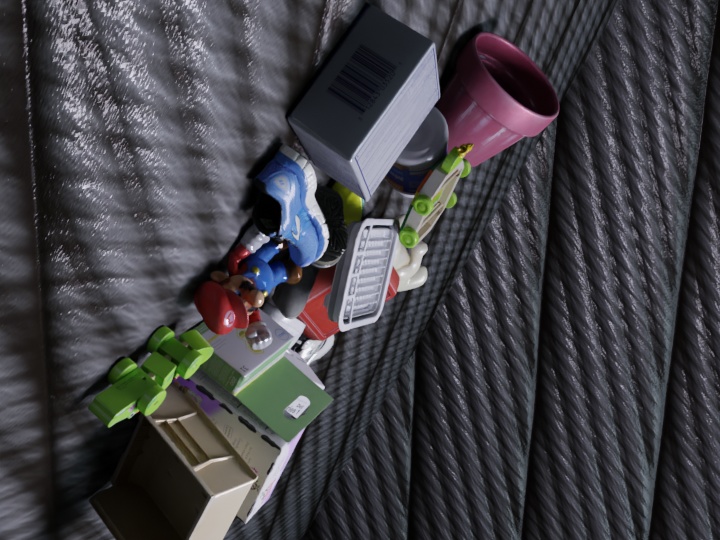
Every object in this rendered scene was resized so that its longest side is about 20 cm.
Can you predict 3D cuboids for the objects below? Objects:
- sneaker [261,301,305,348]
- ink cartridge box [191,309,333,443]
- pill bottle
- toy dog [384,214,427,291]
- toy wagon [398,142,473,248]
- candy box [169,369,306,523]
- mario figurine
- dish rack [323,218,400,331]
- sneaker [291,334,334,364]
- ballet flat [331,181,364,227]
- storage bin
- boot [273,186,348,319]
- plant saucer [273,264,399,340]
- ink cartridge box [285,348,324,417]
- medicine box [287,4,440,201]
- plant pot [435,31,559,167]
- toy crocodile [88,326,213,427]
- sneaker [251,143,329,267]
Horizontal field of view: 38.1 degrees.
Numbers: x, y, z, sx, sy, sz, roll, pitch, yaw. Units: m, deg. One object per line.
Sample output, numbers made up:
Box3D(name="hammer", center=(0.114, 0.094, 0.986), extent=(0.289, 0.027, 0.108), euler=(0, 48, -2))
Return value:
Box3D(name="sneaker", center=(-0.148, 0.122, 1.711), extent=(0.116, 0.073, 0.200), euler=(-57, 170, -10))
Box3D(name="ink cartridge box", center=(-0.136, 0.135, 1.471), extent=(0.048, 0.199, 0.145), euler=(-59, 168, 31))
Box3D(name="pill bottle", center=(0.087, -0.190, 1.715), extent=(0.112, 0.112, 0.200), euler=(-53, 168, -12))
Box3D(name="toy dog", center=(0.026, -0.031, 1.922), extent=(0.192, 0.141, 0.200), euler=(-19, 170, 3))
Box3D(name="toy wagon", center=(0.124, -0.128, 1.655), extent=(0.155, 0.039, 0.201), euler=(-45, 163, -47))
Box3D(name="candy box", center=(-0.198, 0.236, 1.495), extent=(0.071, 0.199, 0.168), euler=(-39, 160, -54))
Box3D(name="mario figurine", center=(-0.134, 0.021, 1.382), extent=(0.106, 0.123, 0.200), euler=(-48, 180, 38))
Box3D(name="dish rack", center=(0.000, 0.000, 1.610), extent=(0.200, 0.043, 0.173), euler=(-6, 109, -69))
Box3D(name="sneaker", center=(-0.125, 0.155, 1.943), extent=(0.200, 0.075, 0.088), euler=(-53, 153, -32))
Box3D(name="ballet flat", center=(-0.041, -0.073, 1.648), extent=(0.067, 0.067, 0.200), euler=(-31, 160, -24))
Box3D(name="storage bin", center=(-0.262, 0.294, 1.422), extent=(0.093, 0.198, 0.201), euler=(-11, 136, -49))
Box3D(name="boot", center=(-0.084, -0.004, 1.556), extent=(0.201, 0.072, 0.182), euler=(-58, -167, 34))
Box3D(name="plant saucer", center=(-0.029, 0.041, 1.772), extent=(0.199, 0.037, 0.200), euler=(-32, 153, 0))
Box3D(name="ink cartridge box", center=(-0.174, 0.212, 1.646), extent=(0.200, 0.084, 0.145), euler=(-48, 146, 4))
Box3D(name="medicine box", center=(0.011, -0.212, 1.359), extent=(0.183, 0.103, 0.200), euler=(-55, 169, -5))
Box3D(name="plant pot", center=(0.219, -0.288, 1.844), extent=(0.179, 0.200, 0.200), euler=(-44, 177, 34))
Box3D(name="toy crocodile", center=(-0.257, 0.131, 1.296), extent=(0.200, 0.067, 0.062), euler=(-43, 164, -48))
Box3D(name="sneaker", center=(-0.101, -0.071, 1.356), extent=(0.089, 0.078, 0.201), euler=(-39, 145, -19))
